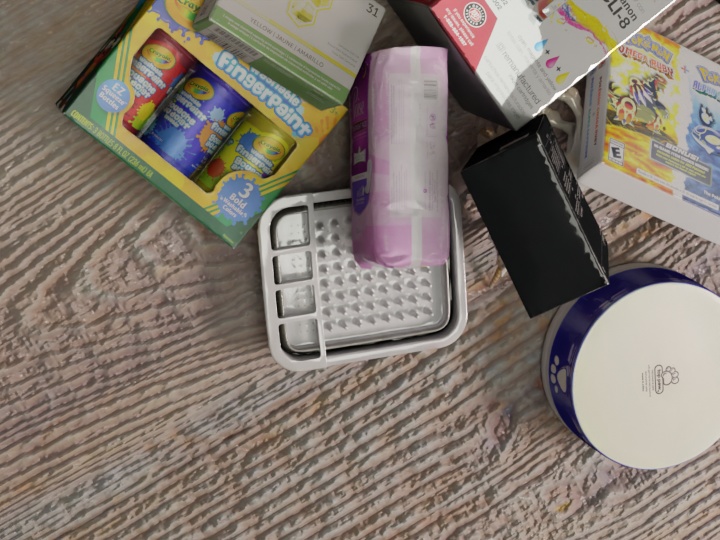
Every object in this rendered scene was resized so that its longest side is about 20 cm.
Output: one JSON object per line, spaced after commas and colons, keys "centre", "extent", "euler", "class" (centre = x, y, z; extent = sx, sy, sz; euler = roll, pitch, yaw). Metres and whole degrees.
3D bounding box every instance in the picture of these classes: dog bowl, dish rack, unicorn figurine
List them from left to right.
{"centre": [0.000, 0.000, 1.499], "extent": [0.200, 0.044, 0.172], "euler": [-8, 104, -13], "class": "dish rack"}
{"centre": [0.171, -0.086, 1.504], "extent": [0.200, 0.074, 0.137], "euler": [-30, 88, 14], "class": "unicorn figurine"}
{"centre": [0.290, 0.097, 1.584], "extent": [0.200, 0.079, 0.200], "euler": [-4, 105, -15], "class": "dog bowl"}

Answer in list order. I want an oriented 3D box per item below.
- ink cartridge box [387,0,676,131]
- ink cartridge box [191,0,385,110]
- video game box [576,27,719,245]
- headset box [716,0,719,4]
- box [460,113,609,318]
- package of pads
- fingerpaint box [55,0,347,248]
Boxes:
{"centre": [0.156, -0.251, 1.427], "extent": [0.200, 0.145, 0.145], "euler": [-40, 110, -4], "class": "ink cartridge box"}
{"centre": [-0.044, -0.262, 1.379], "extent": [0.145, 0.048, 0.200], "euler": [31, 72, -23], "class": "ink cartridge box"}
{"centre": [0.305, -0.131, 1.497], "extent": [0.200, 0.047, 0.182], "euler": [22, 55, -21], "class": "video game box"}
{"centre": [0.444, -0.291, 1.534], "extent": [0.200, 0.077, 0.149], "euler": [35, 93, -21], "class": "headset box"}
{"centre": [0.157, -0.052, 1.376], "extent": [0.079, 0.200, 0.141], "euler": [-28, 95, 12], "class": "box"}
{"centre": [0.034, -0.099, 1.406], "extent": [0.076, 0.121, 0.200], "euler": [0, 90, -14], "class": "package of pads"}
{"centre": [-0.142, -0.147, 1.407], "extent": [0.200, 0.073, 0.167], "euler": [40, 90, -21], "class": "fingerpaint box"}
